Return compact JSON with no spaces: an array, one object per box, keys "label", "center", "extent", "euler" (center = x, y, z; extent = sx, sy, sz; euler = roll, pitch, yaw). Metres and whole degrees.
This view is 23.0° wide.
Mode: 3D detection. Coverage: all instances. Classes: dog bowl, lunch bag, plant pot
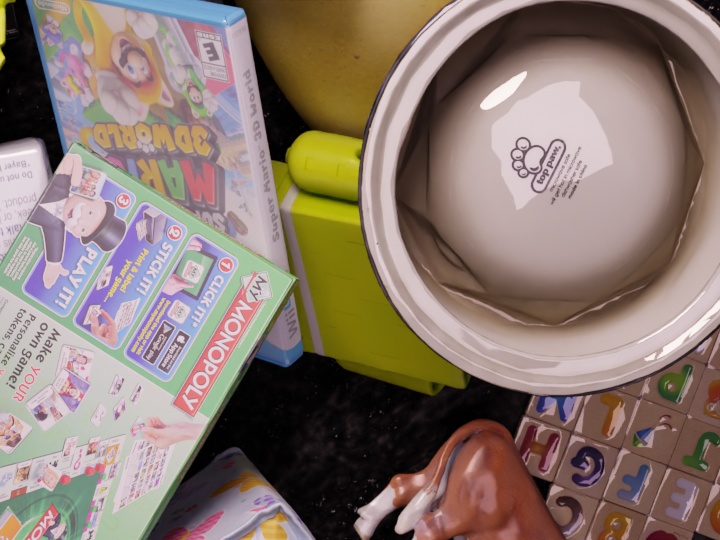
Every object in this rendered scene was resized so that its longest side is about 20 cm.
[{"label":"dog bowl","center":[0.094,-0.046,0.846],"extent":[0.198,0.074,0.202],"euler":[-1,102,-5]},{"label":"lunch bag","center":[-0.050,0.216,0.984],"extent":[0.126,0.170,0.201],"euler":[-27,99,-10]},{"label":"plant pot","center":[0.019,-0.144,0.954],"extent":[0.198,0.201,0.143],"euler":[-8,124,-9]}]

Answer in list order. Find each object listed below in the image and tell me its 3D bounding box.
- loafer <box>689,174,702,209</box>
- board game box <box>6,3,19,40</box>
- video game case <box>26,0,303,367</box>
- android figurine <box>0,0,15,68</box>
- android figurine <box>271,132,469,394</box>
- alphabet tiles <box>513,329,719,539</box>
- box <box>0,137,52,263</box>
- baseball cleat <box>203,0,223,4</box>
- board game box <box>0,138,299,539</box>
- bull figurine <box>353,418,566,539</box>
[{"label":"loafer","center":[0.126,-0.042,0.984],"extent":[0.069,0.199,0.076],"euler":[9,88,-40]},{"label":"board game box","center":[-0.283,-0.147,0.912],"extent":[0.198,0.023,0.106],"euler":[-16,125,-15]},{"label":"video game case","center":[-0.103,-0.052,0.931],"extent":[0.018,0.142,0.202],"euler":[-40,133,-40]},{"label":"android figurine","center":[-0.257,-0.120,0.872],"extent":[0.199,0.041,0.183],"euler":[-27,98,-6]},{"label":"android figurine","center":[0.000,0.000,0.969],"extent":[0.198,0.183,0.041],"euler":[13,52,23]},{"label":"alphabet tiles","center":[0.186,0.084,1.092],"extent":[0.165,0.006,0.202],"euler":[20,93,-13]},{"label":"box","center":[-0.240,0.043,0.959],"extent":[0.182,0.105,0.202],"euler":[-11,98,-9]},{"label":"baseball cleat","center":[-0.151,-0.190,0.945],"extent":[0.199,0.106,0.070],"euler":[35,95,-11]},{"label":"board game box","center":[-0.138,0.056,0.894],"extent":[0.134,0.029,0.201],"euler":[32,90,3]},{"label":"bull figurine","center":[0.087,0.187,1.056],"extent":[0.121,0.065,0.201],"euler":[-32,101,-8]}]
